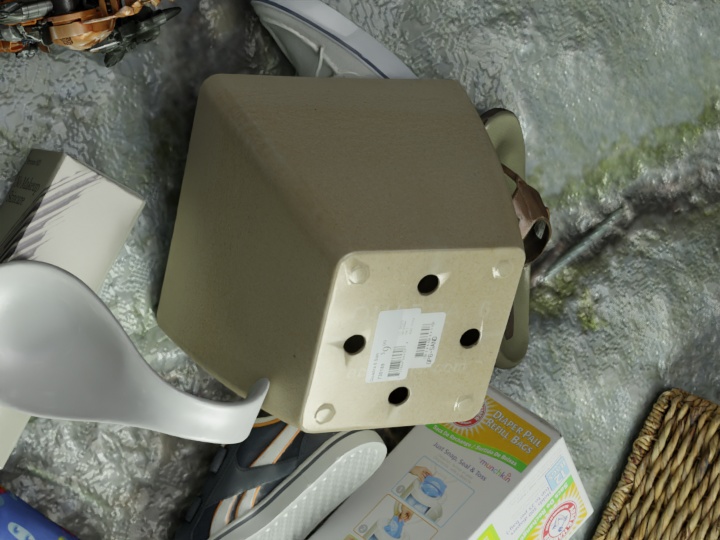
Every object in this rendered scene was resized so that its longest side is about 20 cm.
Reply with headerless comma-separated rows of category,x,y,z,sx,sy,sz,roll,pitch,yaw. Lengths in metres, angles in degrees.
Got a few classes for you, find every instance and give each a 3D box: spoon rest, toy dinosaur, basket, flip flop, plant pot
spoon rest,-0.155,0.059,1.107,0.199,0.061,0.100,20,108,-8
toy dinosaur,-0.179,-0.167,1.136,0.199,0.136,0.103,15,109,13
basket,0.290,0.218,1.475,0.143,0.149,0.201,34,79,-60
flip flop,0.114,-0.022,1.342,0.081,0.057,0.201,-16,107,-49
plant pot,0.000,0.000,1.194,0.199,0.177,0.200,-2,122,-28

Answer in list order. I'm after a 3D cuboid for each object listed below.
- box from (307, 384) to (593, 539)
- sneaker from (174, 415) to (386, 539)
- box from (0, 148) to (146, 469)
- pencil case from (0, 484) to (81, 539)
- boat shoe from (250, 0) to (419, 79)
box,0.061,0.193,1.311,0.200,0.101,0.113,-46,140,-15
sneaker,-0.075,0.161,1.276,0.200,0.079,0.078,-42,150,7
box,-0.224,0.023,1.174,0.068,0.082,0.201,30,81,-26
pencil case,-0.219,0.204,1.183,0.200,0.078,0.087,43,60,-34
boat shoe,-0.015,-0.122,1.274,0.202,0.075,0.086,37,83,-36
